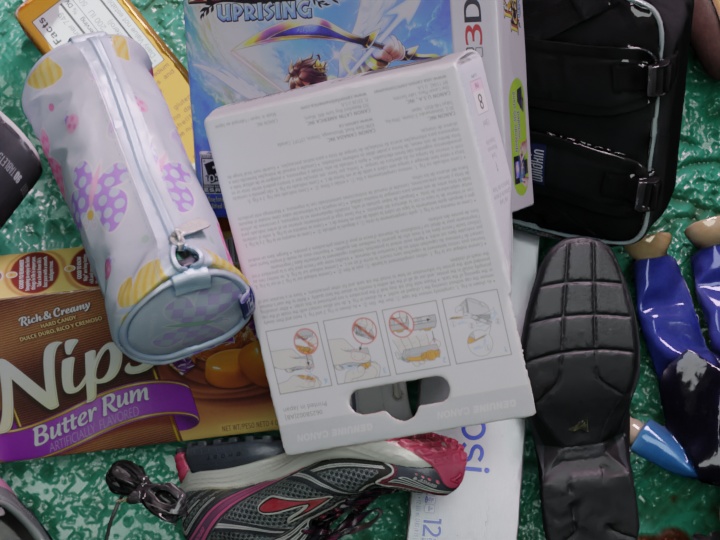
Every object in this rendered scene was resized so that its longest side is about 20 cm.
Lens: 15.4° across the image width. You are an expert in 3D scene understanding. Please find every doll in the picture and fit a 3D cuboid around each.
[{"bbox_3d":[0.214,0.073,1.625,0.136,0.048,0.201,-14,75,-4],"label":"doll"}]

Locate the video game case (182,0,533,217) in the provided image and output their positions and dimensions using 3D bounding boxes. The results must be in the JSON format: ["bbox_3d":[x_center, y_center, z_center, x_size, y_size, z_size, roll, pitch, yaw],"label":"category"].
[{"bbox_3d":[-0.005,-0.123,1.529,0.199,0.045,0.182,-1,98,23],"label":"video game case"}]

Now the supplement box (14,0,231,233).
[{"bbox_3d":[-0.128,-0.096,1.641,0.069,0.067,0.200,-36,82,-5],"label":"supplement box"}]

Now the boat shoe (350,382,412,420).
[{"bbox_3d":[0.000,0.000,1.631,0.065,0.074,0.201,-3,90,-7],"label":"boat shoe"}]

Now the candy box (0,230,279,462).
[{"bbox_3d":[-0.132,0.043,1.591,0.199,0.057,0.117,-7,121,-4],"label":"candy box"}]

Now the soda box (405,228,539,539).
[{"bbox_3d":[0.068,0.075,1.617,0.068,0.063,0.201,4,79,0],"label":"soda box"}]

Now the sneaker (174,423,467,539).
[{"bbox_3d":[-0.021,0.132,1.566,0.200,0.081,0.075,-12,76,38],"label":"sneaker"}]

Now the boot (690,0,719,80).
[{"bbox_3d":[0.138,-0.178,1.678,0.166,0.072,0.200,-28,86,8],"label":"boot"}]

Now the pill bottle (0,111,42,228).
[{"bbox_3d":[-0.282,-0.014,1.536,0.106,0.106,0.200,35,75,4],"label":"pill bottle"}]

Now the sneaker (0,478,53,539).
[{"bbox_3d":[-0.244,0.129,1.563,0.200,0.082,0.070,43,76,-12],"label":"sneaker"}]

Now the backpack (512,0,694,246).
[{"bbox_3d":[0.095,-0.119,1.591,0.199,0.151,0.178,8,118,13],"label":"backpack"}]

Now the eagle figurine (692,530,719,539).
[{"bbox_3d":[0.272,0.240,1.579,0.199,0.151,0.152,0,33,27],"label":"eagle figurine"}]

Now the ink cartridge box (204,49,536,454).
[{"bbox_3d":[0.011,-0.010,1.495,0.162,0.057,0.201,-11,101,24],"label":"ink cartridge box"}]

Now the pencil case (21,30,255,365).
[{"bbox_3d":[-0.130,-0.043,1.521,0.083,0.091,0.200,-22,55,-5],"label":"pencil case"}]

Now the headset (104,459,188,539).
[{"bbox_3d":[-0.125,0.205,1.533,0.123,0.094,0.201,-21,118,-40],"label":"headset"}]

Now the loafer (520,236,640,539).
[{"bbox_3d":[0.129,0.076,1.587,0.073,0.072,0.201,0,99,0],"label":"loafer"}]
